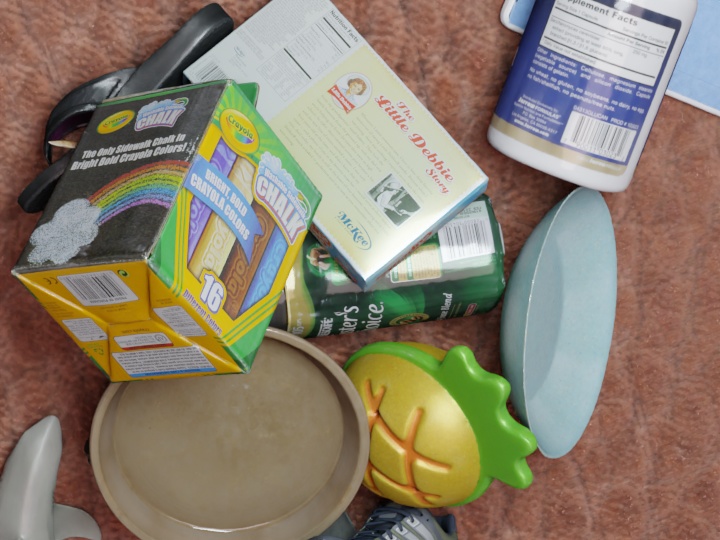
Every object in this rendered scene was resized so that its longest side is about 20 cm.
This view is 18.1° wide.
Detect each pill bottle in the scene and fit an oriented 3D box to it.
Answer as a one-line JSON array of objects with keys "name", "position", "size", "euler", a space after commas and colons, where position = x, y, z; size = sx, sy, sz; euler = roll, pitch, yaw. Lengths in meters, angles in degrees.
[{"name": "pill bottle", "position": [0.173, -0.166, 1.607], "size": [0.111, 0.111, 0.200], "euler": [18, 102, -14]}]

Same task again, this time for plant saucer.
[{"name": "plant saucer", "position": [-0.093, 0.121, 1.616], "size": [0.200, 0.029, 0.201], "euler": [-2, 117, -4]}, {"name": "plant saucer", "position": [0.139, 0.035, 1.652], "size": [0.039, 0.201, 0.202], "euler": [8, 107, 23]}]

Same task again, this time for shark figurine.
[{"name": "shark figurine", "position": [-0.225, 0.231, 1.678], "size": [0.128, 0.090, 0.215], "euler": [-31, 106, 1]}]

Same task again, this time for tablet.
[{"name": "tablet", "position": [0.215, -0.205, 1.668], "size": [0.200, 0.014, 0.130], "euler": [21, 101, -15]}]

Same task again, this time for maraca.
[{"name": "maraca", "position": [0.053, 0.111, 1.646], "size": [0.107, 0.200, 0.137], "euler": [-38, 105, -33]}]

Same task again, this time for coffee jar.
[{"name": "coffee jar", "position": [0.000, 0.000, 1.639], "size": [0.199, 0.104, 0.086], "euler": [-7, 78, -7]}]

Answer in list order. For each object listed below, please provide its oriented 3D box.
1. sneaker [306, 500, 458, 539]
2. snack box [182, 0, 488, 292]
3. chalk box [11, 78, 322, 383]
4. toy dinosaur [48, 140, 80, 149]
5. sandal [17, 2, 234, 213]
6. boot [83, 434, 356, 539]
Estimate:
[{"name": "sneaker", "position": [0.015, 0.210, 1.684], "size": [0.074, 0.200, 0.081], "euler": [-4, 77, 28]}, {"name": "snack box", "position": [-0.018, -0.097, 1.590], "size": [0.116, 0.037, 0.200], "euler": [-39, 81, -11]}, {"name": "chalk box", "position": [-0.118, -0.041, 1.513], "size": [0.125, 0.200, 0.124], "euler": [-5, 137, 36]}, {"name": "toy dinosaur", "position": [-0.159, -0.036, 1.599], "size": [0.060, 0.106, 0.200], "euler": [-28, 116, -4]}, {"name": "sandal", "position": [-0.174, -0.120, 1.604], "size": [0.048, 0.075, 0.200], "euler": [44, 87, 8]}, {"name": "boot", "position": [-0.096, 0.185, 1.703], "size": [0.181, 0.073, 0.200], "euler": [-16, 114, -3]}]
